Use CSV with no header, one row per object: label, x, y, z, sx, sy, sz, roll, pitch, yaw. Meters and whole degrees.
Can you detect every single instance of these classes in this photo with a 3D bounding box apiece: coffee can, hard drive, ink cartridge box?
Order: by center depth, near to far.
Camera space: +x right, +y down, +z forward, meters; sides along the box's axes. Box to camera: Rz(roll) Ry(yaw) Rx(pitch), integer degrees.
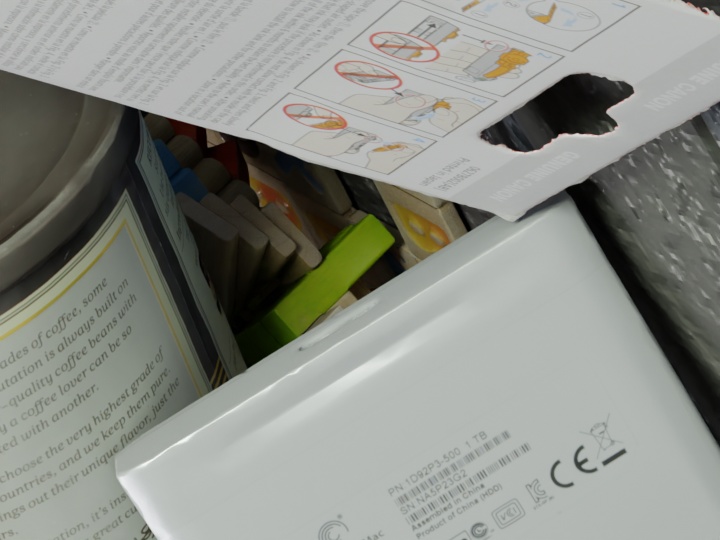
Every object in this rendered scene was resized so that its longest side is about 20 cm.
ink cartridge box,-0.025,-0.072,0.583,0.199,0.050,0.161,13,165,-17
hard drive,0.045,0.096,0.709,0.200,0.132,0.026,58,-178,-15
coffee can,-0.100,0.046,0.762,0.146,0.146,0.200,30,149,46

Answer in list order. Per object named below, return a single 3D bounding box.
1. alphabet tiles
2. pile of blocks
alphabet tiles,0.000,0.000,0.860,0.167,0.008,0.200,29,155,47
pile of blocks,-0.044,-0.019,0.824,0.200,0.062,0.082,35,149,15
